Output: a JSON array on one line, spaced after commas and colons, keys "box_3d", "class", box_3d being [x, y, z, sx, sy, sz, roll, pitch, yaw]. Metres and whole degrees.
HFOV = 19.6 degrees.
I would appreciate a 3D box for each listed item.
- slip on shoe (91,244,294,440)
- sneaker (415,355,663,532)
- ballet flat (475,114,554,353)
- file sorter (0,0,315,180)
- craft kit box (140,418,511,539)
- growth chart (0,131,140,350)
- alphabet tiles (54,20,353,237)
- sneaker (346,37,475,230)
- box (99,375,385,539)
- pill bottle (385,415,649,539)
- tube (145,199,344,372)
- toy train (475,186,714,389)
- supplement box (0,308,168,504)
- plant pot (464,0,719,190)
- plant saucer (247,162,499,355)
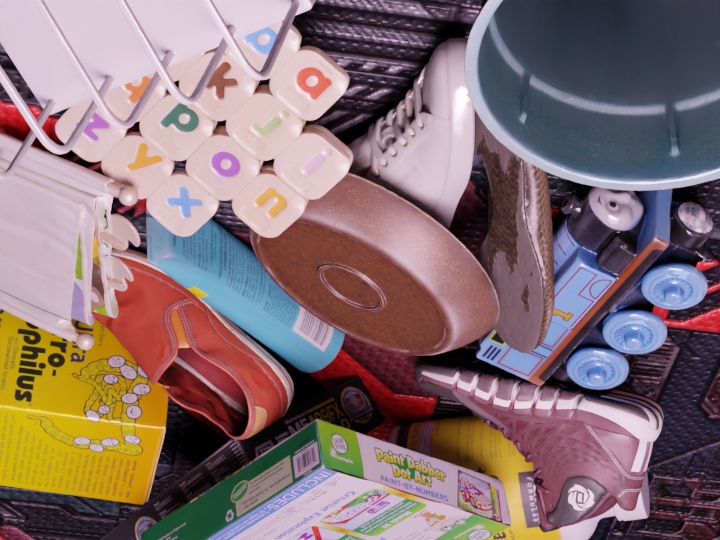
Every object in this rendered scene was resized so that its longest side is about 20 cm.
[{"box_3d": [-0.140, 0.051, 1.519, 0.200, 0.061, 0.074, 38, 128, 1], "class": "slip on shoe"}, {"box_3d": [0.124, 0.135, 1.567, 0.199, 0.116, 0.076, 13, -169, 29], "class": "sneaker"}, {"box_3d": [0.109, -0.038, 1.412, 0.067, 0.046, 0.201, 17, 124, 42], "class": "ballet flat"}, {"box_3d": [-0.155, -0.157, 1.228, 0.199, 0.125, 0.139, -19, 117, 24], "class": "file sorter"}, {"box_3d": [-0.026, 0.193, 1.547, 0.197, 0.049, 0.200, 25, 134, -39], "class": "craft kit box"}, {"box_3d": [-0.224, -0.018, 1.468, 0.144, 0.018, 0.200, 28, 140, 6], "class": "growth chart"}, {"box_3d": [-0.105, -0.108, 1.349, 0.200, 0.015, 0.196, 40, 130, -11], "class": "alphabet tiles"}, {"box_3d": [0.028, -0.078, 1.386, 0.084, 0.073, 0.200, 4, 142, -7], "class": "sneaker"}, {"box_3d": [-0.095, 0.167, 1.641, 0.160, 0.044, 0.200, -22, 167, -49], "class": "box"}, {"box_3d": [0.124, 0.167, 1.654, 0.199, 0.112, 0.112, -8, 140, 12], "class": "pill bottle"}, {"box_3d": [-0.088, 0.008, 1.503, 0.050, 0.078, 0.200, -30, 136, 21], "class": "tube"}, {"box_3d": [0.167, 0.009, 1.482, 0.114, 0.087, 0.200, 22, 137, -14], "class": "toy train"}, {"box_3d": [-0.248, 0.092, 1.577, 0.199, 0.109, 0.110, 9, 141, -9], "class": "supplement box"}, {"box_3d": [0.155, -0.183, 1.153, 0.199, 0.197, 0.201, 0, 141, 0], "class": "plant pot"}, {"box_3d": [0.000, 0.000, 1.444, 0.200, 0.035, 0.200, 25, 154, 13], "class": "plant saucer"}]
